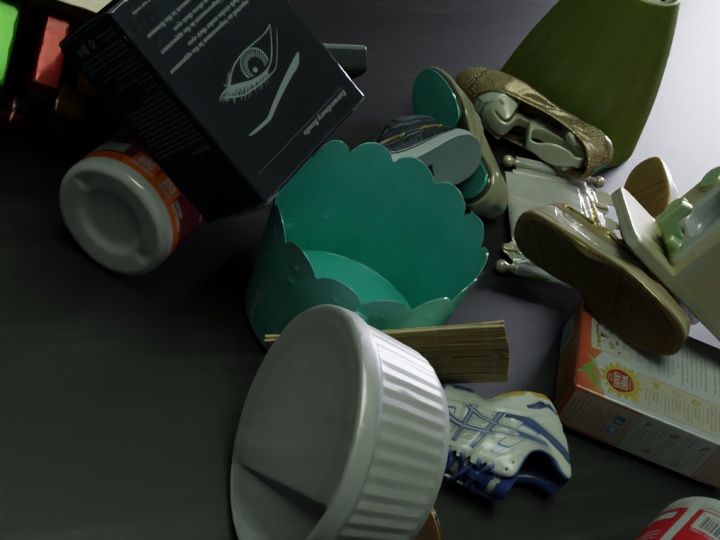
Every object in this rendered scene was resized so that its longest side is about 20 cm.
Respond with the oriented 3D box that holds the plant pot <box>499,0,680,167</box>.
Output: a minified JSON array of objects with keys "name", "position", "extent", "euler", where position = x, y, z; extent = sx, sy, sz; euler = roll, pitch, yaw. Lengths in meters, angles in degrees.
[{"name":"plant pot","position":[0.277,-0.254,1.531],"extent":[0.186,0.200,0.188],"euler":[14,44,-13]}]

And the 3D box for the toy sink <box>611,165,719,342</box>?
[{"name":"toy sink","position":[0.354,-0.021,1.295],"extent":[0.200,0.112,0.131],"euler":[43,20,-16]}]

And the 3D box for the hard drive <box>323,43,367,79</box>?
[{"name":"hard drive","position":[-0.111,-0.204,1.347],"extent":[0.199,0.139,0.033],"euler":[-2,89,-28]}]

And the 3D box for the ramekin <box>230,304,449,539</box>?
[{"name":"ramekin","position":[-0.014,0.135,1.022],"extent":[0.094,0.202,0.203],"euler":[19,41,-28]}]

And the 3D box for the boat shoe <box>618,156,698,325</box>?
[{"name":"boat shoe","position":[0.328,-0.028,1.438],"extent":[0.069,0.071,0.201],"euler":[23,52,-32]}]

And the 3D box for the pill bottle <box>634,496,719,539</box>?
[{"name":"pill bottle","position":[0.241,0.274,1.066],"extent":[0.112,0.112,0.200],"euler":[43,45,17]}]

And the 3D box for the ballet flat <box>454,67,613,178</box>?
[{"name":"ballet flat","position":[0.185,-0.163,1.484],"extent":[0.199,0.071,0.065],"euler":[27,39,13]}]

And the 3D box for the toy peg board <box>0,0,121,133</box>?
[{"name":"toy peg board","position":[-0.275,-0.174,1.209],"extent":[0.198,0.200,0.098],"euler":[15,75,-24]}]

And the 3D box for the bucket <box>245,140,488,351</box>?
[{"name":"bucket","position":[0.000,0.000,1.191],"extent":[0.206,0.135,0.208],"euler":[14,43,-13]}]

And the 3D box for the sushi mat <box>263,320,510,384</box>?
[{"name":"sushi mat","position":[0.025,0.073,1.114],"extent":[0.199,0.096,0.012],"euler":[-4,55,3]}]

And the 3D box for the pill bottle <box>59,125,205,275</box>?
[{"name":"pill bottle","position":[-0.170,-0.093,1.217],"extent":[0.114,0.114,0.200],"euler":[33,44,7]}]

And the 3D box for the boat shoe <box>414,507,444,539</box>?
[{"name":"boat shoe","position":[0.042,0.252,1.021],"extent":[0.072,0.068,0.201],"euler":[17,43,-10]}]

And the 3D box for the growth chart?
[{"name":"growth chart","position":[0.213,-0.051,1.438],"extent":[0.144,0.018,0.201],"euler":[18,43,-11]}]

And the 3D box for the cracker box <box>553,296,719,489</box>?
[{"name":"cracker box","position":[0.288,0.118,1.279],"extent":[0.199,0.058,0.134],"euler":[22,40,-4]}]

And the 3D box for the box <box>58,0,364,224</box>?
[{"name":"box","position":[-0.120,-0.163,1.112],"extent":[0.200,0.104,0.148],"euler":[52,58,-17]}]

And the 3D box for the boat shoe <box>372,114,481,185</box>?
[{"name":"boat shoe","position":[0.020,-0.099,1.361],"extent":[0.199,0.071,0.091],"euler":[-22,30,-24]}]

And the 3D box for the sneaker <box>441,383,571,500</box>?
[{"name":"sneaker","position":[0.096,0.151,1.141],"extent":[0.199,0.075,0.088],"euler":[0,49,-25]}]

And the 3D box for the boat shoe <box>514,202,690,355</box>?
[{"name":"boat shoe","position":[0.242,-0.001,1.282],"extent":[0.200,0.074,0.069],"euler":[42,47,20]}]

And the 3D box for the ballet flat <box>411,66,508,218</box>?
[{"name":"ballet flat","position":[0.111,-0.136,1.444],"extent":[0.069,0.070,0.201],"euler":[1,50,-25]}]
